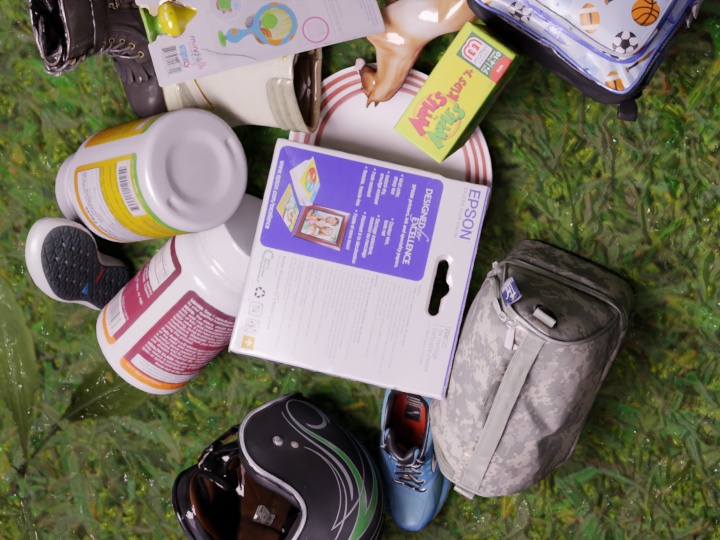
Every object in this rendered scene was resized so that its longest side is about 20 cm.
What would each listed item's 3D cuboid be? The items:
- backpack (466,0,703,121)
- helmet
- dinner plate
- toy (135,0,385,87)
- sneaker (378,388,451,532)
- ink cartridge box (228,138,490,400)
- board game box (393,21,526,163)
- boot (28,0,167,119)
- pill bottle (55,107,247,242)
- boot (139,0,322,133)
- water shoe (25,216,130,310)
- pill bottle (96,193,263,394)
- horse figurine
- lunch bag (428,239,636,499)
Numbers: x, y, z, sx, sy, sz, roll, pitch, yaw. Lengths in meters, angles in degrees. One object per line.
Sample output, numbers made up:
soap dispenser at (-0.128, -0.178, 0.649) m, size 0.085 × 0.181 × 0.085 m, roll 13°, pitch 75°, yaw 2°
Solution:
backpack at (0.194, -0.252, 1.253) m, size 0.200 × 0.154 × 0.191 m, roll 35°, pitch 86°, yaw -1°
helmet at (-0.068, 0.234, 1.539) m, size 0.200 × 0.200 × 0.191 m, roll -40°, pitch 80°, yaw 30°
dinner plate at (0.028, -0.096, 1.469) m, size 0.199 × 0.024 × 0.201 m, roll 8°, pitch 114°, yaw 17°
toy at (-0.091, -0.228, 1.367) m, size 0.199 × 0.047 × 0.116 m, roll -15°, pitch 80°, yaw -13°
sneaker at (0.042, 0.170, 1.539) m, size 0.078 × 0.090 × 0.201 m, roll 8°, pitch 117°, yaw 18°
ink cartridge box at (0.000, 0.000, 1.427) m, size 0.199 × 0.043 × 0.199 m, roll 13°, pitch 89°, yaw 5°
board game box at (0.085, -0.149, 1.308) m, size 0.048 × 0.200 × 0.102 m, roll 35°, pitch 101°, yaw 2°
boot at (-0.237, -0.208, 1.436) m, size 0.069 × 0.174 × 0.201 m, roll -4°, pitch 111°, yaw 23°
pill bottle at (-0.203, -0.084, 1.484) m, size 0.200 × 0.111 × 0.111 m, roll -5°, pitch 113°, yaw 52°
boot at (-0.115, -0.217, 1.432) m, size 0.154 × 0.072 × 0.201 m, roll 6°, pitch 121°, yaw 30°
water shoe at (-0.294, -0.010, 1.543) m, size 0.079 × 0.200 × 0.072 m, roll 27°, pitch 80°, yaw 18°
pill bottle at (-0.156, 0.021, 1.539) m, size 0.114 × 0.114 × 0.200 m, roll 46°, pitch 121°, yaw -3°
horse figurine at (0.055, -0.240, 1.369) m, size 0.200 × 0.050 × 0.133 m, roll -25°, pitch 84°, yaw 28°
lunch bag at (0.147, 0.090, 1.419) m, size 0.139 × 0.168 × 0.201 m, roll 25°, pitch 118°, yaw 9°
